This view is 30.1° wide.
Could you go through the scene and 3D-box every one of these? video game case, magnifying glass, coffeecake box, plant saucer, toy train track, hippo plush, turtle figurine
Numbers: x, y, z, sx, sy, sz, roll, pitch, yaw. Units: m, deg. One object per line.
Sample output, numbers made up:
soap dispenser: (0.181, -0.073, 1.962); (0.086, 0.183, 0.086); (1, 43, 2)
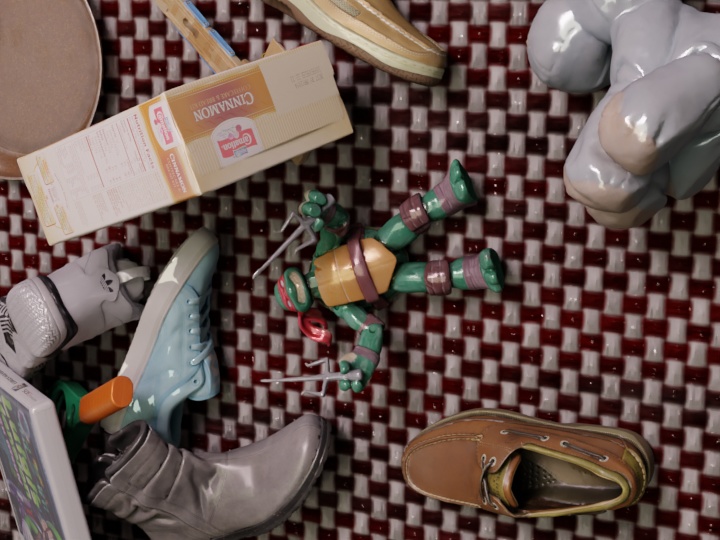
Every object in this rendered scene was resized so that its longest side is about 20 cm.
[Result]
video game case: (-0.274, 0.182, 1.133); (0.181, 0.023, 0.202); (18, 123, 57)
magnifying glass: (-0.233, 0.121, 1.118); (0.200, 0.022, 0.081); (-30, 54, 57)
coffeecake box: (-0.130, -0.091, 0.974); (0.199, 0.153, 0.074); (-13, 100, 47)
plant saucer: (-0.294, -0.180, 1.137); (0.198, 0.032, 0.203); (6, 104, 24)
toy train track: (-0.096, -0.164, 1.046); (0.200, 0.032, 0.115); (49, 136, 16)
hippo plush: (0.171, -0.141, 0.852); (0.161, 0.158, 0.201); (52, 136, 20)
turtle figurine: (0.000, 0.000, 0.996); (0.198, 0.101, 0.151); (-21, 106, 12)

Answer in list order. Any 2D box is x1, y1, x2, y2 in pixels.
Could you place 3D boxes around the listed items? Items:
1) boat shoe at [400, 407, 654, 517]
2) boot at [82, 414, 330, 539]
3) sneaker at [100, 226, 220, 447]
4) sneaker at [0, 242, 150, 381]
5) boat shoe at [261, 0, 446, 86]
boat shoe: (0.113, 0.144, 0.988); (0.198, 0.068, 0.073); (-7, 99, 27)
boot: (-0.127, 0.159, 1.068); (0.131, 0.070, 0.200); (37, 117, -22)
sneaker: (-0.143, 0.061, 1.100); (0.081, 0.074, 0.201); (26, 114, 0)
sneaker: (-0.249, 0.036, 1.138); (0.200, 0.114, 0.076); (-26, 88, 61)
boat shoe: (-0.014, -0.208, 0.981); (0.199, 0.072, 0.077); (33, 101, 16)
